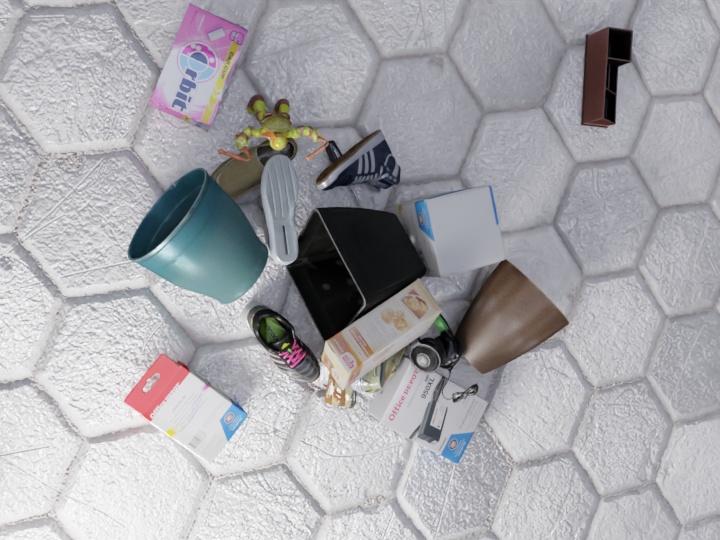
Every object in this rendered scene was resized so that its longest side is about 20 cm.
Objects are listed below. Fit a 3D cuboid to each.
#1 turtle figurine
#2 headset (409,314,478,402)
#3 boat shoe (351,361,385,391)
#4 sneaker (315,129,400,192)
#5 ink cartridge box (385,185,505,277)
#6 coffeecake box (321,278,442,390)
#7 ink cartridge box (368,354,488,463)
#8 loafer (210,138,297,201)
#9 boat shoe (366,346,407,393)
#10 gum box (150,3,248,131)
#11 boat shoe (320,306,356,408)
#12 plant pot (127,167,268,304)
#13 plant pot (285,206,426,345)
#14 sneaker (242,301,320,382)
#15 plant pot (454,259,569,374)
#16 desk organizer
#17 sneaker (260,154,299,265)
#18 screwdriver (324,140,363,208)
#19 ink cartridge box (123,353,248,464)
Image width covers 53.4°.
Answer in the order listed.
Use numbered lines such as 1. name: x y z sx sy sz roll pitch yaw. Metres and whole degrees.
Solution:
1. turtle figurine: -0.166 -0.264 1.305 0.199 0.162 0.065 -9 133 -12
2. headset: 0.161 0.159 1.401 0.123 0.094 0.201 -2 67 -49
3. boat shoe: 0.031 0.147 1.397 0.062 0.072 0.201 1 57 18
4. sneaker: 0.005 -0.183 1.385 0.200 0.070 0.109 -45 109 -37
5. ink cartridge box: 0.160 -0.075 1.396 0.144 0.200 0.148 -15 97 -18
6. coffeecake box: 0.034 0.117 1.278 0.200 0.154 0.073 -33 78 -16
7. ink cartridge box: 0.137 0.281 1.466 0.199 0.084 0.145 30 82 -16
8. loafer: -0.202 -0.196 1.343 0.200 0.067 0.076 -40 103 -12
9. boat shoe: 0.067 0.160 1.447 0.063 0.073 0.201 32 73 -29
10. gum box: -0.293 -0.373 1.306 0.113 0.066 0.201 22 86 -17
11. boat shoe: -0.044 0.171 1.410 0.073 0.076 0.201 0 86 2
12. plant pot: -0.274 -0.044 1.272 0.188 0.200 0.200 42 80 -30
13. plant pot: 0.000 0.000 1.337 0.177 0.200 0.200 -16 68 -32
14. sneaker: -0.146 0.144 1.367 0.074 0.087 0.200 -42 104 -12
15. plant pot: 0.290 0.112 1.473 0.200 0.187 0.187 -45 105 4
16. desk organizer: 0.539 -0.420 1.565 0.071 0.077 0.201 2 92 -18
17. sneaker: -0.156 -0.110 1.322 0.073 0.071 0.201 -1 91 -27
18. screwdriver: -0.021 -0.165 1.421 0.029 0.028 0.201 -30 99 -43
19. ink cartridge box: -0.324 0.250 1.325 0.200 0.067 0.116 41 80 -15
